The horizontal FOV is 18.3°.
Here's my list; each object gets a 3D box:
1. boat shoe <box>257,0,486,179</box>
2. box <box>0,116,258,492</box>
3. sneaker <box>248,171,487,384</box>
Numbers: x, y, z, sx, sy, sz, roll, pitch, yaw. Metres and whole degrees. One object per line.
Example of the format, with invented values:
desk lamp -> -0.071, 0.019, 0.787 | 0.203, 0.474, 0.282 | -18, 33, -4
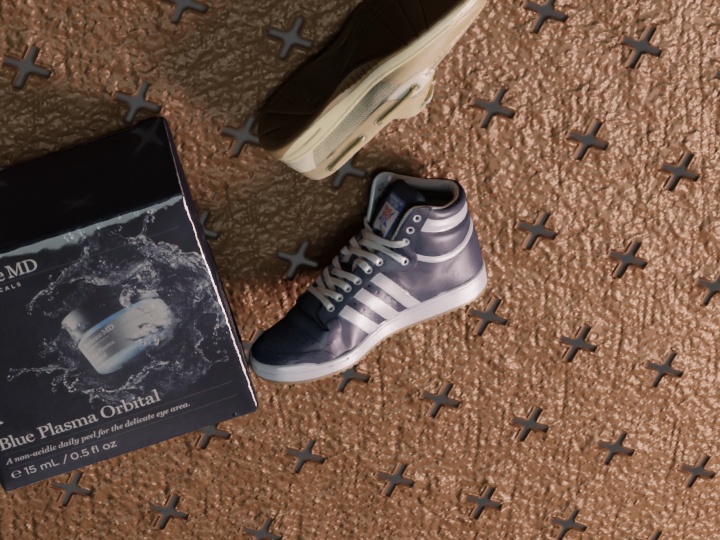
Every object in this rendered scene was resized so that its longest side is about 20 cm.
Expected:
boat shoe -> 0.018, -0.140, 1.562 | 0.200, 0.072, 0.065 | -41, 132, 17
box -> -0.197, 0.025, 1.585 | 0.196, 0.118, 0.200 | -18, 124, -2
sneaker -> 0.000, 0.000, 1.629 | 0.200, 0.070, 0.109 | -25, 129, -21
